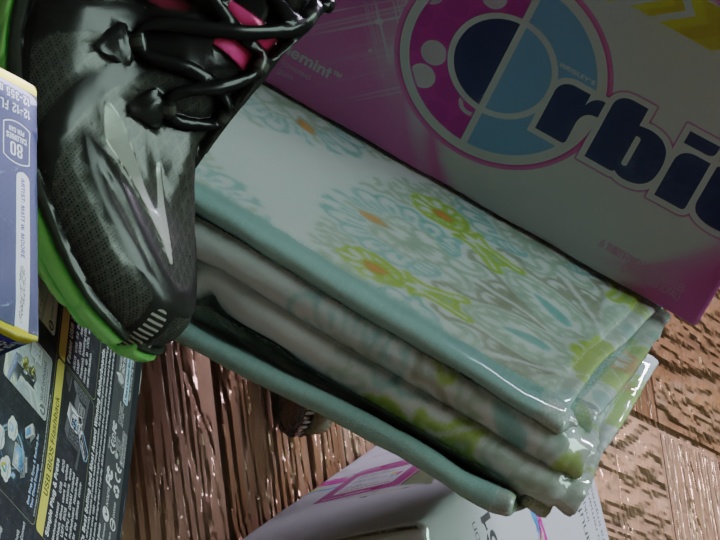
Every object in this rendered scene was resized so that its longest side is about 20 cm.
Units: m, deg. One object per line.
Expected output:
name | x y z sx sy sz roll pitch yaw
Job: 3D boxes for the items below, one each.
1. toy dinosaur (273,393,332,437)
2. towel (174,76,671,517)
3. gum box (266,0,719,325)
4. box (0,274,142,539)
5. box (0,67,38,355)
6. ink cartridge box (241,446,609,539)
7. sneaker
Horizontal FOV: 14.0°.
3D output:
toy dinosaur | 0.044 -0.015 1.064 0.200 0.088 0.048 -53 153 -30
towel | 0.000 0.000 0.938 0.048 0.199 0.171 -61 173 19
gum box | 0.066 -0.081 0.968 0.114 0.199 0.066 -63 176 34
box | -0.115 0.041 0.757 0.161 0.049 0.201 57 28 -46
box | -0.156 -0.036 0.606 0.200 0.064 0.070 28 50 -45
ink cartridge box | 0.031 0.141 1.033 0.200 0.084 0.145 -27 103 -68
sneaker | -0.050 -0.075 0.797 0.077 0.083 0.201 34 58 -60
